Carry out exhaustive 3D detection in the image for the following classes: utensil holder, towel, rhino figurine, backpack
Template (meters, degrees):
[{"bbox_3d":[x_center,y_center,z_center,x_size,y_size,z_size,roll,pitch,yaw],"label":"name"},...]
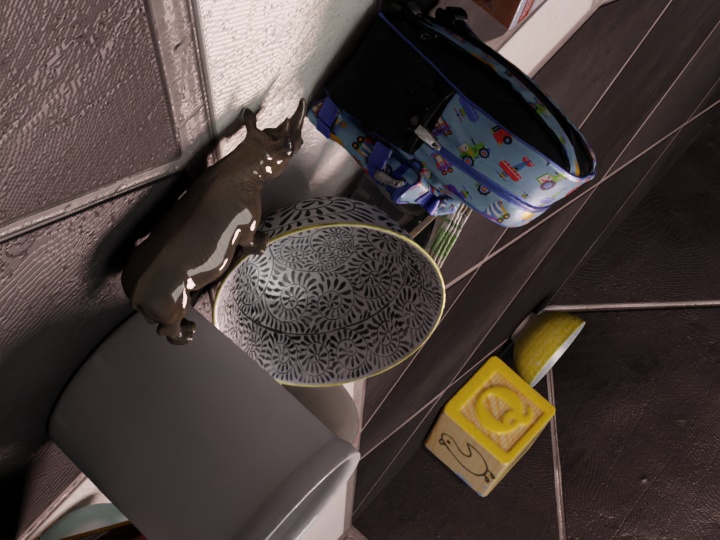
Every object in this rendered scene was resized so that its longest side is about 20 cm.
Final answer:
[{"bbox_3d":[-0.128,0.145,1.262,0.170,0.200,0.170,-47,168,-13],"label":"utensil holder"},{"bbox_3d":[0.102,-0.095,1.684,0.150,0.030,0.201,-80,-168,-45],"label":"towel"},{"bbox_3d":[-0.098,-0.042,1.127,0.201,0.060,0.087,-53,158,-1],"label":"rhino figurine"},{"bbox_3d":[0.083,-0.108,1.247,0.135,0.200,0.182,-52,169,16],"label":"backpack"}]

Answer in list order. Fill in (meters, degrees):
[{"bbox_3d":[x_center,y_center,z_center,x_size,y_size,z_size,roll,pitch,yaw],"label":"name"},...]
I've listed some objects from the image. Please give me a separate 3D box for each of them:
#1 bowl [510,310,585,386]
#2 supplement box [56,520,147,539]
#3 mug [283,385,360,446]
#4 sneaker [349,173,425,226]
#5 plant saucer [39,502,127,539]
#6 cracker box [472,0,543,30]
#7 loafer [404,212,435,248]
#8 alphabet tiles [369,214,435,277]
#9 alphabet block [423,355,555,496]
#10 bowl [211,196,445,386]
[{"bbox_3d":[0.400,0.157,3.514,0.200,0.108,0.200,-47,169,-12],"label":"bowl"},{"bbox_3d":[-0.248,0.307,1.288,0.196,0.134,0.200,-18,-177,26],"label":"supplement box"},{"bbox_3d":[-0.093,0.203,1.768,0.177,0.133,0.201,-32,162,-51],"label":"mug"},{"bbox_3d":[0.026,-0.065,1.527,0.200,0.075,0.115,-43,176,0],"label":"sneaker"},{"bbox_3d":[-0.241,0.323,1.487,0.027,0.202,0.200,-2,-153,43],"label":"plant saucer"},{"bbox_3d":[0.180,-0.310,1.325,0.200,0.058,0.134,-43,166,-32],"label":"cracker box"},{"bbox_3d":[0.000,0.000,1.650,0.200,0.073,0.072,-48,-167,-10],"label":"loafer"},{"bbox_3d":[0.037,-0.023,1.483,0.200,0.008,0.167,-43,180,43],"label":"alphabet tiles"},{"bbox_3d":[0.285,0.346,3.480,0.196,0.195,0.201,-45,167,-28],"label":"alphabet block"},{"bbox_3d":[-0.032,0.000,1.345,0.198,0.095,0.202,-6,138,-5],"label":"bowl"}]
